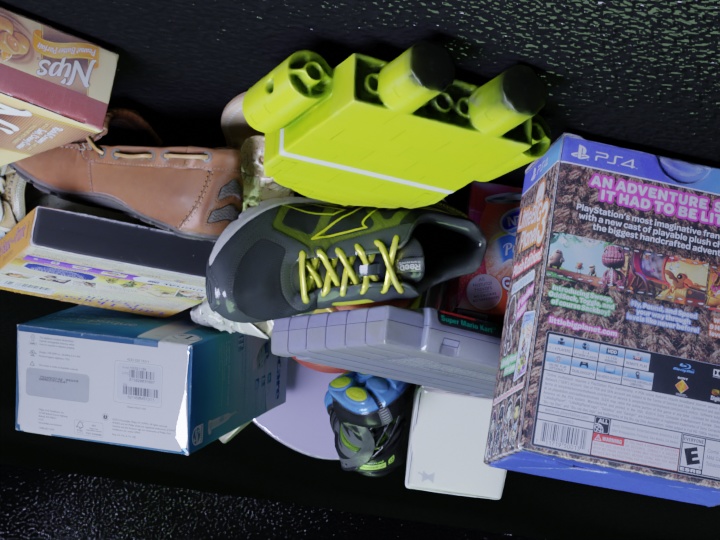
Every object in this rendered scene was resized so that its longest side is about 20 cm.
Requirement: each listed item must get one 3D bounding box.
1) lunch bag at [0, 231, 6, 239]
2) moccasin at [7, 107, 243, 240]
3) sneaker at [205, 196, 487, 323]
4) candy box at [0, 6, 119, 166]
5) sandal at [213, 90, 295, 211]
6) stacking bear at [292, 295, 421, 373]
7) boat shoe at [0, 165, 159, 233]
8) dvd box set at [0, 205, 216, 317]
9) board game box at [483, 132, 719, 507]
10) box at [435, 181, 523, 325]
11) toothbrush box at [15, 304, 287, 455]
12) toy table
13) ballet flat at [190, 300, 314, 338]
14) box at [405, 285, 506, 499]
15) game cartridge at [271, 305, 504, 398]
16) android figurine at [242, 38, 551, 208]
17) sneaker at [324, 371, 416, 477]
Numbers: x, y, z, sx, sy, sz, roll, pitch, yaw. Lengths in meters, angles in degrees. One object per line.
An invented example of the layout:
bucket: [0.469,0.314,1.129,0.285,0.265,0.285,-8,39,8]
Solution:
lunch bag: [-0.191,-0.032,1.411,0.199,0.076,0.160,4,163,19]
moccasin: [-0.160,-0.078,1.207,0.201,0.078,0.073,18,-169,40]
sneaker: [-0.006,-0.013,1.172,0.199,0.075,0.084,-19,-159,-32]
candy box: [-0.252,-0.113,1.156,0.115,0.056,0.200,19,163,-33]
sandal: [-0.069,-0.056,1.233,0.077,0.070,0.212,13,166,-12]
stacking bear: [0.000,0.000,1.348,0.121,0.114,0.200,14,161,-9]
boat shoe: [-0.213,-0.056,1.292,0.200,0.074,0.063,12,180,3]
dvd box set: [-0.176,-0.002,1.276,0.146,0.030,0.200,11,169,-18]
board game box: [0.176,0.035,1.157,0.159,0.201,0.097,12,167,-8]
box: [0.111,0.011,1.326,0.099,0.096,0.200,9,167,0]
toothbrush box: [-0.156,0.074,1.424,0.146,0.086,0.200,6,-172,19]
toy table: [-0.056,0.077,1.581,0.183,0.201,0.117,-29,174,-7]
ballet flat: [-0.065,0.014,1.298,0.071,0.072,0.200,14,156,-19]
box: [0.082,0.094,1.479,0.077,0.095,0.200,8,-155,1]
game cartridge: [0.055,0.056,1.254,0.199,0.039,0.129,14,162,-38]
android figurine: [0.019,-0.083,1.095,0.181,0.041,0.200,11,161,-25]
sneaker: [0.013,0.116,1.420,0.070,0.083,0.200,-16,171,-8]
